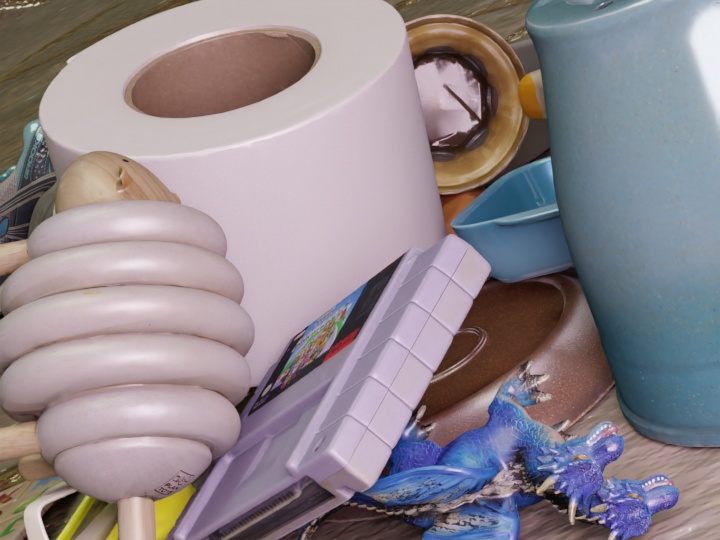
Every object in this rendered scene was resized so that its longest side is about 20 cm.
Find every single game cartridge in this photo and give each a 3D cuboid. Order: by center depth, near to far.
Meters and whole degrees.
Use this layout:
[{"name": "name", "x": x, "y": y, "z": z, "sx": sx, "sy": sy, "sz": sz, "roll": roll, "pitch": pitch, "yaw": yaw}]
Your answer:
[{"name": "game cartridge", "x": -0.021, "y": 0.065, "z": 0.991, "sx": 0.200, "sy": 0.038, "sz": 0.130, "roll": -38, "pitch": 23, "yaw": 56}]

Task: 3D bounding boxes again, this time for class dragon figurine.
[{"name": "dragon figurine", "x": 0.039, "y": 0.097, "z": 0.920, "sx": 0.198, "sy": 0.059, "sz": 0.100, "roll": -20, "pitch": 18, "yaw": 21}]

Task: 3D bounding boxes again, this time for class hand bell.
[{"name": "hand bell", "x": 0.047, "y": -0.107, "z": 1.363, "sx": 0.103, "sy": 0.105, "sz": 0.200, "roll": -27, "pitch": 6, "yaw": 2}]

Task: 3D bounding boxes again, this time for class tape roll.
[{"name": "tape roll", "x": -0.059, "y": -0.048, "z": 1.163, "sx": 0.201, "sy": 0.140, "sz": 0.203, "roll": -11, "pitch": 29, "yaw": 6}]

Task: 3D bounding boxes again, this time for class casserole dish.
[{"name": "casserole dish", "x": 0.121, "y": -0.036, "z": 1.156, "sx": 0.120, "sy": 0.039, "sz": 0.200, "roll": -15, "pitch": 9, "yaw": 19}]

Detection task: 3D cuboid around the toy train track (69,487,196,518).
[{"name": "toy train track", "x": -0.149, "y": 0.138, "z": 1.132, "sx": 0.114, "sy": 0.033, "sz": 0.200, "roll": -7, "pitch": 28, "yaw": 49}]

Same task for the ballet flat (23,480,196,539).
[{"name": "ballet flat", "x": -0.148, "y": 0.150, "z": 1.030, "sx": 0.066, "sy": 0.067, "sz": 0.200, "roll": -14, "pitch": 24, "yaw": 40}]

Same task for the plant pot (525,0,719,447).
[{"name": "plant pot", "x": 0.168, "y": -0.057, "z": 0.946, "sx": 0.199, "sy": 0.189, "sz": 0.200, "roll": -25, "pitch": 18, "yaw": 9}]

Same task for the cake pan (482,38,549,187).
[{"name": "cake pan", "x": 0.068, "y": -0.095, "z": 1.457, "sx": 0.199, "sy": 0.037, "sz": 0.201, "roll": -26, "pitch": 17, "yaw": 9}]

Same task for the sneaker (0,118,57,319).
[{"name": "sneaker", "x": -0.245, "y": -0.029, "z": 1.566, "sx": 0.200, "sy": 0.086, "sz": 0.077, "roll": -51, "pitch": -16, "yaw": 30}]

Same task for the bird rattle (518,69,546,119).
[{"name": "bird rattle", "x": 0.184, "y": -0.114, "z": 1.239, "sx": 0.162, "sy": 0.114, "sz": 0.199, "roll": -25, "pitch": 24, "yaw": -33}]

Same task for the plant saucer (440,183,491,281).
[{"name": "plant saucer", "x": 0.000, "y": 0.000, "z": 1.295, "sx": 0.199, "sy": 0.038, "sz": 0.200, "roll": -26, "pitch": 17, "yaw": 8}]

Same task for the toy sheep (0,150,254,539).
[{"name": "toy sheep", "x": -0.113, "y": 0.040, "z": 1.014, "sx": 0.136, "sy": 0.202, "sz": 0.138, "roll": -7, "pitch": -14, "yaw": -2}]

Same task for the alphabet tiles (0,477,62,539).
[{"name": "alphabet tiles", "x": -0.263, "y": 0.175, "z": 1.215, "sx": 0.199, "sy": 0.008, "sz": 0.167, "roll": -24, "pitch": 12, "yaw": 20}]

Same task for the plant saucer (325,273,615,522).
[{"name": "plant saucer", "x": 0.044, "y": 0.055, "z": 1.084, "sx": 0.199, "sy": 0.032, "sz": 0.200, "roll": -26, "pitch": 16, "yaw": 8}]

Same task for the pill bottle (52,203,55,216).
[{"name": "pill bottle", "x": -0.097, "y": -0.050, "z": 1.418, "sx": 0.199, "sy": 0.111, "sz": 0.111, "roll": -27, "pitch": 15, "yaw": 31}]
